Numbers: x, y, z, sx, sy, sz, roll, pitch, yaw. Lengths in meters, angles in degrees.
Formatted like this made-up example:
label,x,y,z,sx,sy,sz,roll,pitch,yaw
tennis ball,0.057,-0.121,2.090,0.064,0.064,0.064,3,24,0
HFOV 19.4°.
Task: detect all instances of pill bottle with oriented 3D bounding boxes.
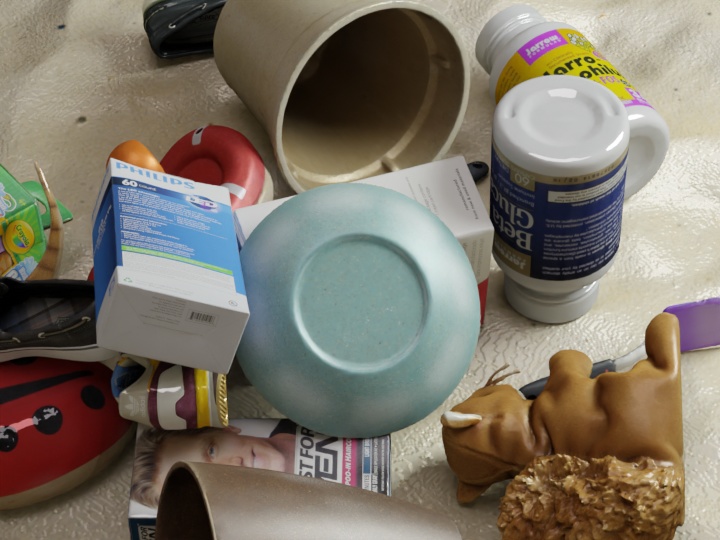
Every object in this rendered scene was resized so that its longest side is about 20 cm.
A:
label,x,y,z,sx,sy,sz,roll,pitch,yaw
pill bottle,0.161,-0.053,1.742,0.111,0.200,0.111,-1,46,1
pill bottle,0.184,-0.155,1.905,0.104,0.104,0.200,-23,50,-19

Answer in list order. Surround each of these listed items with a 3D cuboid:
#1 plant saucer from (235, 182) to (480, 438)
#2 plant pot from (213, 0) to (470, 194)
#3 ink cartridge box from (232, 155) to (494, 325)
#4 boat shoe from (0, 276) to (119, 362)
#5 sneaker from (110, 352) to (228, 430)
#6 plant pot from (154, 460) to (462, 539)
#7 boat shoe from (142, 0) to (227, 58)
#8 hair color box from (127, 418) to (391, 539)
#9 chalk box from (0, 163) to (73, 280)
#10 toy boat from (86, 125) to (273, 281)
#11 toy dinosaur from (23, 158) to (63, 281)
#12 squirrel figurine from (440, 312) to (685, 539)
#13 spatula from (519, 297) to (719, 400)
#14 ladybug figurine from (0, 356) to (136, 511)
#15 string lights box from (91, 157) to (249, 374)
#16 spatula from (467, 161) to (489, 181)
label,x,y,z,sx,sy,sz,roll,pitch,yaw
plant saucer,-0.002,0.027,1.625,0.200,0.039,0.202,2,81,-9
plant pot,-0.034,-0.182,1.894,0.200,0.201,0.183,-25,40,-21
ink cartridge box,0.000,0.000,1.732,0.199,0.147,0.083,-14,56,-10
boat shoe,-0.275,0.034,1.652,0.199,0.066,0.070,3,53,25
sneaker,-0.152,0.076,1.664,0.090,0.075,0.200,-1,8,-6
plant pot,-0.030,0.226,1.516,0.199,0.187,0.187,-1,45,-19
boat shoe,-0.110,-0.238,2.013,0.199,0.075,0.066,-3,49,-1
hair color box,-0.076,0.170,1.634,0.199,0.061,0.100,-1,46,1
chalk box,-0.341,-0.024,1.781,0.200,0.124,0.125,-33,54,-26
toy boat,-0.167,-0.056,1.783,0.130,0.131,0.200,-9,37,38
toy dinosaur,-0.265,0.023,1.730,0.060,0.106,0.200,37,98,48
squirrel figurine,0.152,0.144,1.604,0.186,0.142,0.200,-2,44,9
spatula,0.217,0.070,1.729,0.200,0.057,0.021,-22,45,-14
ladybug figurine,-0.272,0.120,1.678,0.199,0.072,0.136,-19,49,-16
string lights box,-0.148,-0.007,1.614,0.102,0.059,0.200,14,26,-15
spatula,0.040,-0.050,1.867,0.200,0.021,0.056,-32,52,-27
